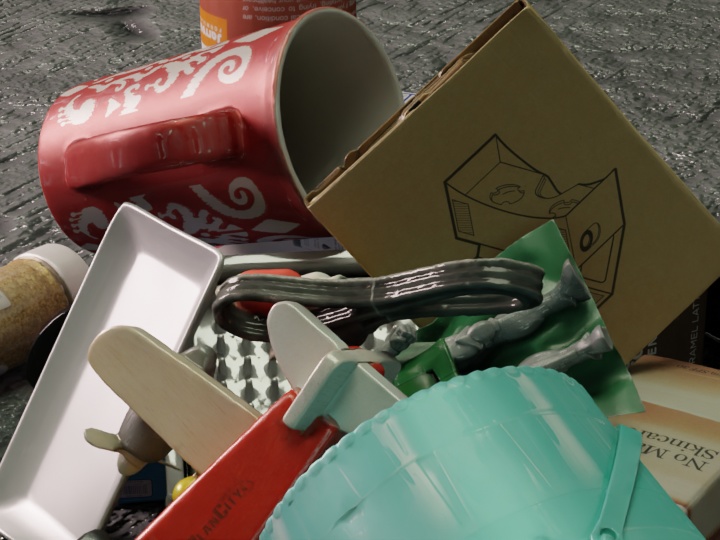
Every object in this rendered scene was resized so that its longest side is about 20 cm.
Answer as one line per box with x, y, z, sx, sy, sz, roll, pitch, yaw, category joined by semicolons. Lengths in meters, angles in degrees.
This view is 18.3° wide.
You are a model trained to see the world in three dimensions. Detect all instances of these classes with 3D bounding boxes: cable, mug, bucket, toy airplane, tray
0.001;0.006;1.138;0.097;0.051;0.199;26;-32;-35;cable
-0.100;-0.083;1.333;0.199;0.135;0.177;-7;-26;36;mug
0.059;0.149;0.964;0.206;0.208;0.135;-12;52;-26;bucket
-0.047;0.118;1.131;0.197;0.202;0.141;-7;-21;11;toy airplane
-0.141;0.069;1.251;0.022;0.201;0.107;24;2;-42;tray

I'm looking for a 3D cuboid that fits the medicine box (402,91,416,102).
-0.049;-0.062;1.632;0.198;0.104;0.182;9;25;19;medicine box

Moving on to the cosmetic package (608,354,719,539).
0.152;0.128;1.205;0.103;0.088;0.200;13;27;27;cosmetic package

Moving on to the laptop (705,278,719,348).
0.267;-0.003;1.470;0.199;0.117;0.187;-12;26;-29;laptop

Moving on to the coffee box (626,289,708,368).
0.130;0.013;1.441;0.079;0.115;0.200;-14;26;-29;coffee box

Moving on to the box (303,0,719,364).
0.092;-0.024;1.227;0.163;0.200;0.021;-42;22;3;box

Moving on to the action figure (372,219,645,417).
0.037;0.066;1.190;0.199;0.055;0.119;-29;63;9;action figure

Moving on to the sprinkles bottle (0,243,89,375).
-0.256;0.044;1.428;0.068;0.069;0.199;16;28;34;sprinkles bottle

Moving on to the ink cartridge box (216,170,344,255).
0.000;0.000;1.429;0.199;0.147;0.085;14;24;32;ink cartridge box

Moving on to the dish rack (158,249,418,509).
-0.026;0.086;1.254;0.170;0.044;0.202;-3;63;-5;dish rack

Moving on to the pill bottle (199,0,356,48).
-0.058;-0.197;1.559;0.111;0.202;0.112;-1;22;0;pill bottle

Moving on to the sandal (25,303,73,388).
-0.112;0.061;1.384;0.198;0.076;0.045;5;22;5;sandal

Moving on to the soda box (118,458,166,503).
-0.052;0.090;1.325;0.198;0.065;0.068;-2;23;-6;soda box
